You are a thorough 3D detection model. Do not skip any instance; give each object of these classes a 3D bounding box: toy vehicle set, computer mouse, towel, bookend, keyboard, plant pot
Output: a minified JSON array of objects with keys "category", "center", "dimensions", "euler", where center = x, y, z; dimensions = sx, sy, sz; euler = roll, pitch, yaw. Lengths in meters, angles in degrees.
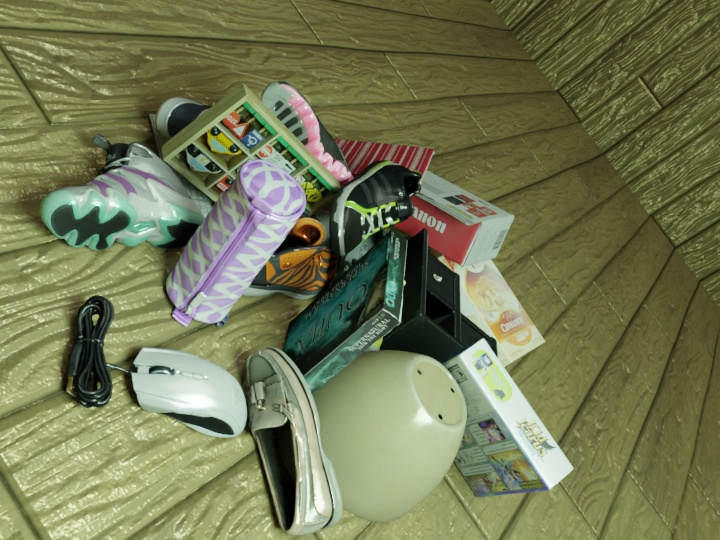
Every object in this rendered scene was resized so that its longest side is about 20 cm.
[{"category":"toy vehicle set","center":[-0.127,-0.122,0.907],"dimensions":[0.200,0.124,0.027],"euler":[41,19,-45]},{"category":"computer mouse","center":[-0.185,0.104,0.724],"dimensions":[0.200,0.044,0.110],"euler":[28,37,-33]},{"category":"towel","center":[0.007,-0.168,1.153],"dimensions":[0.200,0.023,0.145],"euler":[7,32,11]},{"category":"bookend","center":[0.129,0.077,1.111],"dimensions":[0.200,0.092,0.199],"euler":[39,33,-22]},{"category":"keyboard","center":[-0.223,-0.117,0.934],"dimensions":[0.056,0.011,0.200],"euler":[12,49,-47]},{"category":"plant pot","center":[0.045,0.172,0.864],"dimensions":[0.200,0.134,0.200],"euler":[33,36,-28]}]

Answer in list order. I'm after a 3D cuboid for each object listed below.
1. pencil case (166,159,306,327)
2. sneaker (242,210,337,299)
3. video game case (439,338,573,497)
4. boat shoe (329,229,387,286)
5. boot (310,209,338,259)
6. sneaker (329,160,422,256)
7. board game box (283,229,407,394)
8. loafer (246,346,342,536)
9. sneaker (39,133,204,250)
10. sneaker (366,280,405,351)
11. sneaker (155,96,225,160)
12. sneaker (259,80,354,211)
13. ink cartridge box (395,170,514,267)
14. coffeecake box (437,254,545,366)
[{"category":"pencil case","center":[-0.137,-0.025,0.779],"dimensions":[0.084,0.200,0.086],"euler":[38,34,-2]},{"category":"sneaker","center":[-0.069,-0.020,0.934],"dimensions":[0.200,0.112,0.078],"euler":[-12,68,-57]},{"category":"video game case","center":[0.150,0.192,0.929],"dimensions":[0.045,0.200,0.181],"euler":[-30,82,-24]},{"category":"boat shoe","center":[0.002,0.000,0.970],"dimensions":[0.074,0.066,0.200],"euler":[17,50,4]},{"category":"boot","center":[-0.073,-0.111,1.077],"dimensions":[0.200,0.074,0.096],"euler":[55,24,-10]},{"category":"sneaker","center":[0.026,-0.087,0.956],"dimensions":[0.083,0.072,0.200],"euler":[13,42,20]},{"category":"board game box","center":[-0.024,0.058,0.828],"dimensions":[0.028,0.200,0.135],"euler":[34,35,-20]},{"category":"loafer","center":[-0.080,0.173,0.766],"dimensions":[0.063,0.072,0.200],"euler":[-2,62,-49]},{"category":"sneaker","center":[-0.270,-0.095,0.798],"dimensions":[0.200,0.078,0.140],"euler":[8,50,-61]},{"category":"sneaker","center":[0.019,0.029,1.026],"dimensions":[0.075,0.076,0.200],"euler":[45,32,-33]},{"category":"sneaker","center":[-0.159,-0.180,0.969],"dimensions":[0.108,0.070,0.200],"euler":[26,21,25]},{"category":"sneaker","center":[-0.070,-0.173,0.983],"dimensions":[0.095,0.079,0.200],"euler":[-91,155,-48]},{"category":"ink cartridge box","center":[0.119,-0.092,1.204],"dimensions":[0.200,0.084,0.176],"euler":[33,23,26]},{"category":"coffeecake box","center":[0.200,0.066,1.233],"dimensions":[0.153,0.073,0.200],"euler":[-14,68,-55]}]
